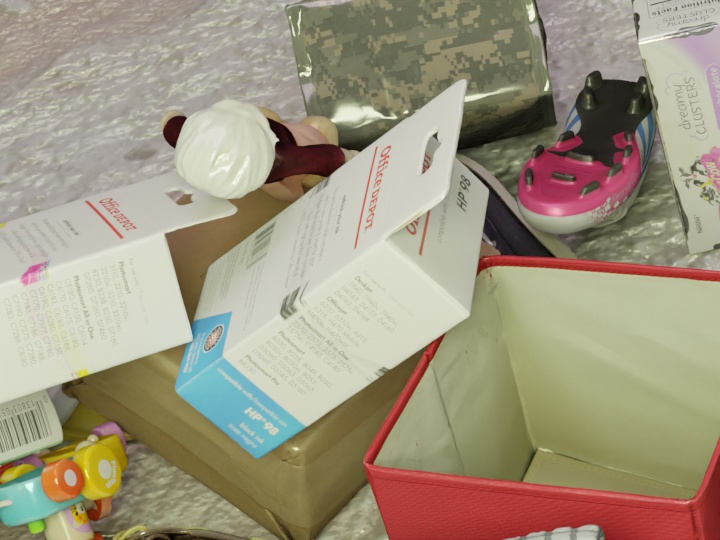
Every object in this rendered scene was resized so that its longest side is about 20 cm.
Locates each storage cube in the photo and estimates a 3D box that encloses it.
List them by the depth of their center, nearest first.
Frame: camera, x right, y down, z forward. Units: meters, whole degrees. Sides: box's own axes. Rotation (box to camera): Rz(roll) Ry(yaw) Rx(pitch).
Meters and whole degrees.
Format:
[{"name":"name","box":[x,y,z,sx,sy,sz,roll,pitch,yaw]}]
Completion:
[{"name":"storage cube","box":[0.128,0.117,1.239,0.199,0.180,0.171,3,40,27]}]

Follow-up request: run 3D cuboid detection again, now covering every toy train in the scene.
[{"name":"toy train","box":[-0.200,0.140,1.377,0.150,0.056,0.200,-20,3,-6]}]

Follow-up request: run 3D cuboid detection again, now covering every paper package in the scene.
[{"name":"paper package","box":[-0.045,0.035,1.440,0.190,0.104,0.200,32,55,21]}]

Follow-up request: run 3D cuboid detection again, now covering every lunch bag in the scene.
[{"name":"lunch bag","box":[0.047,-0.134,1.620,0.163,0.118,0.200,-12,-7,4]}]

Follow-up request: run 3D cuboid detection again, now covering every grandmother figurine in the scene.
[{"name":"grandmother figurine","box":[-0.057,-0.066,1.344,0.121,0.061,0.200,1,4,11]}]

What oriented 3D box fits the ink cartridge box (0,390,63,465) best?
[{"name":"ink cartridge box","box":[-0.294,0.118,1.361,0.200,0.050,0.161,-21,-1,33]}]

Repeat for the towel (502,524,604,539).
[{"name":"towel","box":[0.063,0.219,1.111,0.165,0.200,0.086,-9,37,12]}]

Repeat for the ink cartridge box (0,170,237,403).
[{"name":"ink cartridge box","box":[-0.166,0.013,1.312,0.199,0.068,0.115,-18,20,-13]}]

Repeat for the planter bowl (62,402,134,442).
[{"name":"planter bowl","box":[-0.151,0.016,1.566,0.200,0.084,0.201,-10,37,8]}]

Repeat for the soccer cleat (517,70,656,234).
[{"name":"soccer cleat","box":[0.149,-0.054,1.524,0.070,0.087,0.200,9,30,17]}]

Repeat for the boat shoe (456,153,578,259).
[{"name":"boat shoe","box":[0.073,-0.013,1.525,0.063,0.073,0.200,-27,42,-19]}]

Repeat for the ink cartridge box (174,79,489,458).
[{"name":"ink cartridge box","box":[0.000,0.000,1.270,0.200,0.067,0.116,-35,24,30]}]

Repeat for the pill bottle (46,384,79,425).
[{"name":"pill bottle","box":[-0.270,0.053,1.519,0.200,0.112,0.112,0,36,49]}]

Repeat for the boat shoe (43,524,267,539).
[{"name":"boat shoe","box":[-0.110,0.174,1.358,0.199,0.060,0.072,8,43,30]}]

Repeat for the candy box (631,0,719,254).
[{"name":"candy box","box":[0.220,-0.139,1.550,0.071,0.168,0.200,-12,37,9]}]
